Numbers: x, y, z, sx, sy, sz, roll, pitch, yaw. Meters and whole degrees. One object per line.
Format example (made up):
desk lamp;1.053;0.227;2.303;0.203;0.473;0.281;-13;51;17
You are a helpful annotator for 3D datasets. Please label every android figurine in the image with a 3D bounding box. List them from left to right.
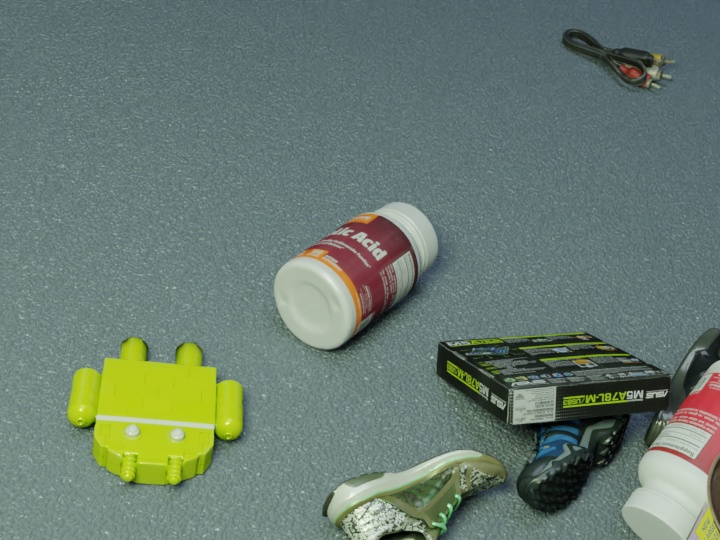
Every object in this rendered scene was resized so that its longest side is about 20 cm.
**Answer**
android figurine;-0.213;0.147;1.320;0.181;0.041;0.200;7;37;-8

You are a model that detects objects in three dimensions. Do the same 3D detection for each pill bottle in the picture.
pill bottle;0.000;0.000;1.504;0.114;0.115;0.200;31;41;22
pill bottle;0.364;0.199;1.325;0.112;0.112;0.200;33;68;24

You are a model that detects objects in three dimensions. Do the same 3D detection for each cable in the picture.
cable;0.427;-0.353;2.151;0.199;0.050;0.097;18;54;26

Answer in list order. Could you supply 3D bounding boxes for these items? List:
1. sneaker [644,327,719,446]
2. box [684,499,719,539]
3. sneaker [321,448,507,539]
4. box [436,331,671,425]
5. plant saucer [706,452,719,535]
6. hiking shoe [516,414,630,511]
sneaker;0.412;0.153;1.472;0.114;0.076;0.200;26;43;13
box;0.403;0.291;1.209;0.199;0.177;0.097;-7;43;-25
sneaker;0.064;0.244;1.269;0.199;0.077;0.089;-12;57;-22
box;0.212;0.116;1.415;0.199;0.048;0.193;-3;11;-20
plant saucer;0.396;0.230;1.113;0.199;0.037;0.201;8;39;-6
hiking shoe;0.212;0.195;1.371;0.086;0.075;0.200;26;29;28
